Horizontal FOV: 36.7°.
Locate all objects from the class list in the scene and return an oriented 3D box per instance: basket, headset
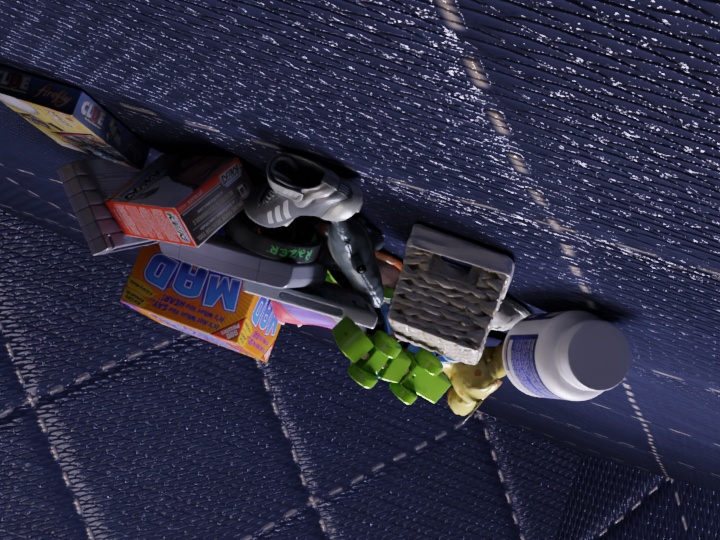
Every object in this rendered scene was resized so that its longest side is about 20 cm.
[{"bbox_3d":[0.110,0.037,1.375,0.135,0.124,0.200,20,171,8],"label":"basket"},{"bbox_3d":[-0.130,-0.053,1.434,0.123,0.095,0.200,8,-156,-30],"label":"headset"}]

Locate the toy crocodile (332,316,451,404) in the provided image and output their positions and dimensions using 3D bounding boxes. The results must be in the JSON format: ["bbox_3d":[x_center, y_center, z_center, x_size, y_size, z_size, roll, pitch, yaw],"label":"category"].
[{"bbox_3d":[0.042,0.119,1.398,0.199,0.068,0.062,27,-163,-37],"label":"toy crocodile"}]

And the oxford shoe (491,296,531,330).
[{"bbox_3d":[0.186,0.059,1.560,0.075,0.058,0.200,11,169,36],"label":"oxford shoe"}]

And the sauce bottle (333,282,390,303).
[{"bbox_3d":[-0.029,0.019,1.786,0.199,0.065,0.065,16,171,36],"label":"sauce bottle"}]

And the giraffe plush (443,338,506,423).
[{"bbox_3d":[0.170,0.158,1.925,0.162,0.173,0.200,44,-147,5],"label":"giraffe plush"}]

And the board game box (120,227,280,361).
[{"bbox_3d":[-0.223,0.006,1.714,0.198,0.201,0.200,19,171,12],"label":"board game box"}]

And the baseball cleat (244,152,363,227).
[{"bbox_3d":[-0.085,-0.098,1.244,0.199,0.070,0.106,-2,150,46],"label":"baseball cleat"}]

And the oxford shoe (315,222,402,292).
[{"bbox_3d":[0.000,0.000,1.572,0.199,0.073,0.071,28,169,-40],"label":"oxford shoe"}]

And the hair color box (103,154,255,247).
[{"bbox_3d":[-0.232,-0.093,1.388,0.199,0.111,0.064,10,135,50],"label":"hair color box"}]

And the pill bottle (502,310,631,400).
[{"bbox_3d":[0.279,0.115,1.465,0.119,0.121,0.200,22,172,-10],"label":"pill bottle"}]

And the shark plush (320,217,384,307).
[{"bbox_3d":[0.000,-0.028,1.388,0.090,0.084,0.200,-16,151,-9],"label":"shark plush"}]

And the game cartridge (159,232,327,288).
[{"bbox_3d":[-0.157,-0.016,1.424,0.199,0.041,0.133,16,-176,22],"label":"game cartridge"}]

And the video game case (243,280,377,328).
[{"bbox_3d":[-0.074,0.030,1.507,0.181,0.024,0.200,16,-174,-8],"label":"video game case"}]

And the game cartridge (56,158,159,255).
[{"bbox_3d":[-0.338,-0.092,1.498,0.038,0.130,0.200,-27,179,16],"label":"game cartridge"}]

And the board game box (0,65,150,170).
[{"bbox_3d":[-0.371,-0.193,1.392,0.134,0.035,0.200,18,171,17],"label":"board game box"}]

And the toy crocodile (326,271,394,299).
[{"bbox_3d":[-0.001,0.001,1.659,0.199,0.062,0.067,20,173,-25],"label":"toy crocodile"}]

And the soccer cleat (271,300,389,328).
[{"bbox_3d":[-0.039,0.053,1.665,0.198,0.067,0.077,6,131,2],"label":"soccer cleat"}]

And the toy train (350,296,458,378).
[{"bbox_3d":[0.076,0.092,1.615,0.198,0.115,0.087,-11,177,-13],"label":"toy train"}]
